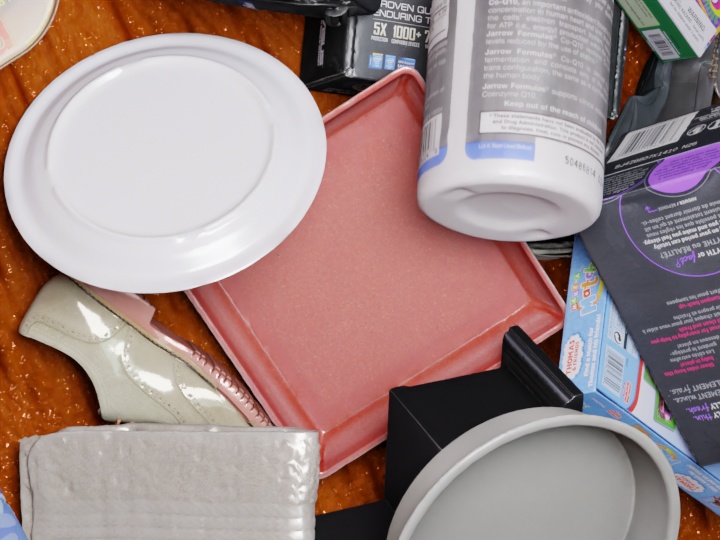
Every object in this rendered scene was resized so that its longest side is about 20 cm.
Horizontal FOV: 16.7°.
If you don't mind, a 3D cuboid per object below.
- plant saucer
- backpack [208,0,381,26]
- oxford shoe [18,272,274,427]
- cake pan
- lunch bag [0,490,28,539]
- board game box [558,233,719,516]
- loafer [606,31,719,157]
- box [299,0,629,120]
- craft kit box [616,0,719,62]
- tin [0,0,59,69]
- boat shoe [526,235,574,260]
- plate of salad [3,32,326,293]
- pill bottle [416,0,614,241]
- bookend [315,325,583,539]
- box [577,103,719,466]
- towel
[{"bbox_3d":[0.000,0.000,1.564,0.199,0.037,0.200,-32,104,5],"label":"plant saucer"},{"bbox_3d":[-0.099,-0.229,1.493,0.163,0.199,0.154,24,67,-65],"label":"backpack"},{"bbox_3d":[-0.125,0.074,1.535,0.200,0.071,0.074,42,87,-6],"label":"oxford shoe"},{"bbox_3d":[0.100,0.167,1.490,0.200,0.037,0.201,-12,122,-20],"label":"cake pan"},{"bbox_3d":[-0.263,0.248,1.409,0.200,0.128,0.170,-23,66,-29],"label":"lunch bag"},{"bbox_3d":[0.205,0.056,1.617,0.200,0.037,0.152,35,53,-39],"label":"board game box"},{"bbox_3d":[0.222,-0.119,1.658,0.072,0.073,0.200,27,68,4],"label":"loafer"},{"bbox_3d":[0.072,-0.189,1.607,0.199,0.086,0.164,8,85,-21],"label":"box"},{"bbox_3d":[0.207,-0.276,1.600,0.200,0.048,0.198,49,63,-24],"label":"craft kit box"},{"bbox_3d":[-0.276,-0.152,1.492,0.200,0.042,0.112,-35,97,-19],"label":"tin"},{"bbox_3d":[0.069,-0.047,1.613,0.199,0.064,0.071,6,86,-22],"label":"boat shoe"},{"bbox_3d":[-0.119,-0.063,1.506,0.199,0.048,0.201,-3,56,4],"label":"plate of salad"},{"bbox_3d":[0.097,-0.129,1.494,0.113,0.114,0.201,13,70,-21],"label":"pill bottle"},{"bbox_3d":[0.026,0.159,1.530,0.199,0.092,0.199,-11,122,-22],"label":"bookend"},{"bbox_3d":[0.238,0.006,1.543,0.200,0.122,0.106,61,39,-18],"label":"box"},{"bbox_3d":[-0.116,0.160,1.486,0.199,0.034,0.133,0,93,21],"label":"towel"}]
